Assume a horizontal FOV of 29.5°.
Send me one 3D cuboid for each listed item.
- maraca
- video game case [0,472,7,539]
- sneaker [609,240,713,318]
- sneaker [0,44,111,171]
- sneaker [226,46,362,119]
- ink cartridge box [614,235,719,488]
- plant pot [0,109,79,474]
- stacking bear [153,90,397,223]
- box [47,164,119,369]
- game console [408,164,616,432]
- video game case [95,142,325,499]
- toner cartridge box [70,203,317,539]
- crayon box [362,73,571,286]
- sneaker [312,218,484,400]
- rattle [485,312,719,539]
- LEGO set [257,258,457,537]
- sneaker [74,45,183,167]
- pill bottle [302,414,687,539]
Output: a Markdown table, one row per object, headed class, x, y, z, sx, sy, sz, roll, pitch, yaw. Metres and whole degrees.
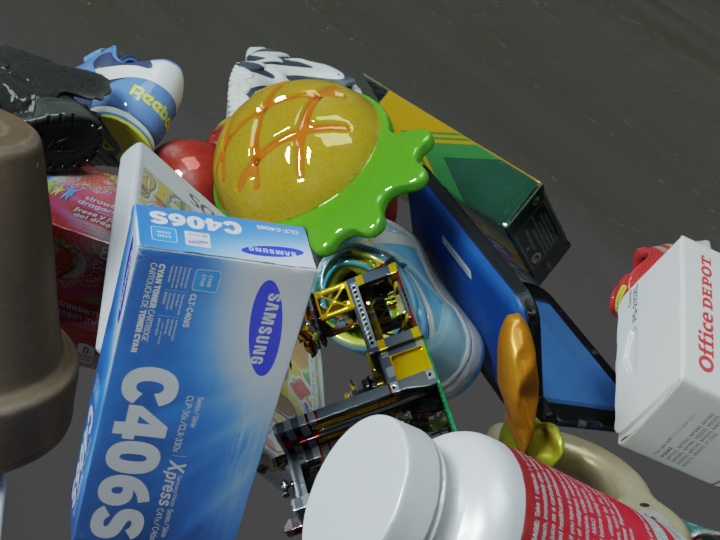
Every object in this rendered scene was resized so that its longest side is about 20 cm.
| class | x | y | z | sx | sy | sz | roll | pitch | yaw |
| --- | --- | --- | --- | --- | --- | --- | --- | --- | --- |
| maraca | -0.030 | -0.072 | 0.964 | 0.200 | 0.137 | 0.107 | 27 | -18 | 49 |
| video game case | -0.276 | 0.142 | 0.694 | 0.181 | 0.023 | 0.200 | 9 | 30 | -16 |
| sneaker | 0.249 | 0.038 | 1.137 | 0.084 | 0.077 | 0.200 | 2 | 25 | 14 |
| sneaker | -0.248 | -0.111 | 0.907 | 0.199 | 0.060 | 0.104 | 2 | 31 | -37 |
| sneaker | -0.054 | -0.147 | 1.256 | 0.129 | 0.080 | 0.199 | 8 | 19 | 0 |
| ink cartridge box | 0.289 | 0.085 | 0.976 | 0.199 | 0.084 | 0.145 | 24 | 43 | -10 |
| plant pot | -0.251 | -0.003 | 0.770 | 0.199 | 0.176 | 0.200 | 11 | 19 | -4 |
| stacking bear | -0.083 | -0.076 | 1.095 | 0.199 | 0.114 | 0.121 | -15 | 30 | -34 |
| box | -0.243 | -0.025 | 0.922 | 0.199 | 0.100 | 0.096 | 19 | 29 | 3 |
| game console | 0.129 | 0.021 | 1.030 | 0.118 | 0.171 | 0.200 | -19 | 39 | -14 |
| video game case | -0.088 | 0.031 | 0.870 | 0.182 | 0.023 | 0.201 | 42 | 25 | -30 |
| toner cartridge box | -0.095 | 0.065 | 0.742 | 0.094 | 0.201 | 0.043 | 7 | 32 | -18 |
| crayon box | 0.077 | -0.076 | 1.170 | 0.200 | 0.052 | 0.126 | 36 | -7 | 30 |
| sneaker | 0.000 | 0.000 | 0.988 | 0.130 | 0.080 | 0.200 | 32 | 11 | -46 |
| rattle | 0.173 | 0.120 | 0.868 | 0.199 | 0.144 | 0.130 | 20 | 10 | 16 |
| LEGO set | -0.003 | 0.097 | 0.818 | 0.115 | 0.154 | 0.201 | -19 | 59 | 2 |
| sneaker | -0.210 | -0.132 | 1.088 | 0.199 | 0.083 | 0.074 | 11 | -26 | 45 |
| pill bottle | 0.074 | 0.151 | 0.695 | 0.199 | 0.112 | 0.112 | 29 | 22 | -26 |
